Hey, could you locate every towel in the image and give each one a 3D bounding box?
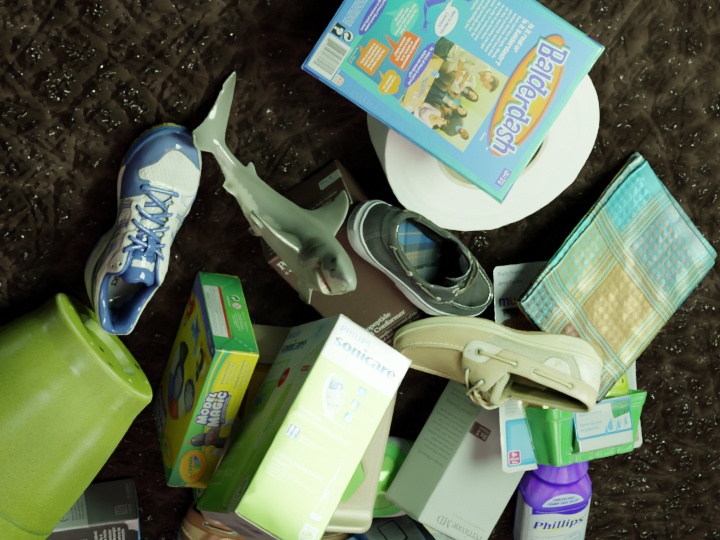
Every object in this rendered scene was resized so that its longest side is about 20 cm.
[{"bbox_3d":[0.250,0.008,1.429,0.200,0.022,0.147,-48,113,-17],"label":"towel"}]

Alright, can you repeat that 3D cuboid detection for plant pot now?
[{"bbox_3d":[-0.300,0.129,1.350,0.193,0.201,0.200,-41,130,3],"label":"plant pot"}]

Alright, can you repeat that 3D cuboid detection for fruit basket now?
[{"bbox_3d":[0.211,0.089,1.470,0.184,0.093,0.202,-5,99,-34],"label":"fruit basket"}]

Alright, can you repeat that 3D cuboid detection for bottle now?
[{"bbox_3d":[0.220,0.251,1.683,0.083,0.066,0.201,-7,130,-11],"label":"bottle"}]

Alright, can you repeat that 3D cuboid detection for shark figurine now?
[{"bbox_3d":[-0.059,-0.060,1.288,0.089,0.215,0.128,-37,165,-13],"label":"shark figurine"}]

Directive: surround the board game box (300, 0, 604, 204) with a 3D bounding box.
[{"bbox_3d":[0.074,-0.173,1.212,0.199,0.045,0.153,34,96,-4],"label":"board game box"}]

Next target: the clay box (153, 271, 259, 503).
[{"bbox_3d":[-0.154,0.115,1.420,0.047,0.115,0.201,8,125,-22],"label":"clay box"}]

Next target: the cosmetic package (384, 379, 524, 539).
[{"bbox_3d":[0.122,0.176,1.535,0.101,0.074,0.201,30,86,-35],"label":"cosmetic package"}]

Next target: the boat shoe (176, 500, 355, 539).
[{"bbox_3d":[-0.096,0.271,1.596,0.198,0.076,0.072,-4,128,-17],"label":"boat shoe"}]

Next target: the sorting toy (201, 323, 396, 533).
[{"bbox_3d":[-0.055,0.161,1.479,0.183,0.036,0.202,7,98,-20],"label":"sorting toy"}]

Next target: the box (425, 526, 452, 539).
[{"bbox_3d":[0.031,0.363,1.728,0.198,0.049,0.159,4,125,-21],"label":"box"}]

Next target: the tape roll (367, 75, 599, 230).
[{"bbox_3d":[0.108,-0.136,1.325,0.200,0.071,0.204,-8,131,-10],"label":"tape roll"}]

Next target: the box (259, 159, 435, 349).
[{"bbox_3d":[0.000,0.000,1.402,0.100,0.075,0.200,-35,128,12],"label":"box"}]

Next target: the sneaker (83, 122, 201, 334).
[{"bbox_3d":[-0.185,-0.031,1.307,0.075,0.088,0.201,10,123,-23],"label":"sneaker"}]

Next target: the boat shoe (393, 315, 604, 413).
[{"bbox_3d":[0.123,0.091,1.379,0.198,0.065,0.072,8,149,13],"label":"boat shoe"}]

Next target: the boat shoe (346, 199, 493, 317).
[{"bbox_3d":[0.071,-0.007,1.345,0.200,0.066,0.070,38,71,-43],"label":"boat shoe"}]

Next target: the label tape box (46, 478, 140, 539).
[{"bbox_3d":[-0.329,0.299,1.550,0.198,0.066,0.144,-7,130,-14],"label":"label tape box"}]

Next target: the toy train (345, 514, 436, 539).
[{"bbox_3d":[-0.007,0.337,1.590,0.199,0.087,0.115,-21,130,-24],"label":"toy train"}]

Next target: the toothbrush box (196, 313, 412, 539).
[{"bbox_3d":[-0.054,0.151,1.365,0.086,0.145,0.201,33,74,-13],"label":"toothbrush box"}]

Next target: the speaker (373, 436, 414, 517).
[{"bbox_3d":[-0.033,0.217,1.562,0.198,0.089,0.089,2,128,-19],"label":"speaker"}]
